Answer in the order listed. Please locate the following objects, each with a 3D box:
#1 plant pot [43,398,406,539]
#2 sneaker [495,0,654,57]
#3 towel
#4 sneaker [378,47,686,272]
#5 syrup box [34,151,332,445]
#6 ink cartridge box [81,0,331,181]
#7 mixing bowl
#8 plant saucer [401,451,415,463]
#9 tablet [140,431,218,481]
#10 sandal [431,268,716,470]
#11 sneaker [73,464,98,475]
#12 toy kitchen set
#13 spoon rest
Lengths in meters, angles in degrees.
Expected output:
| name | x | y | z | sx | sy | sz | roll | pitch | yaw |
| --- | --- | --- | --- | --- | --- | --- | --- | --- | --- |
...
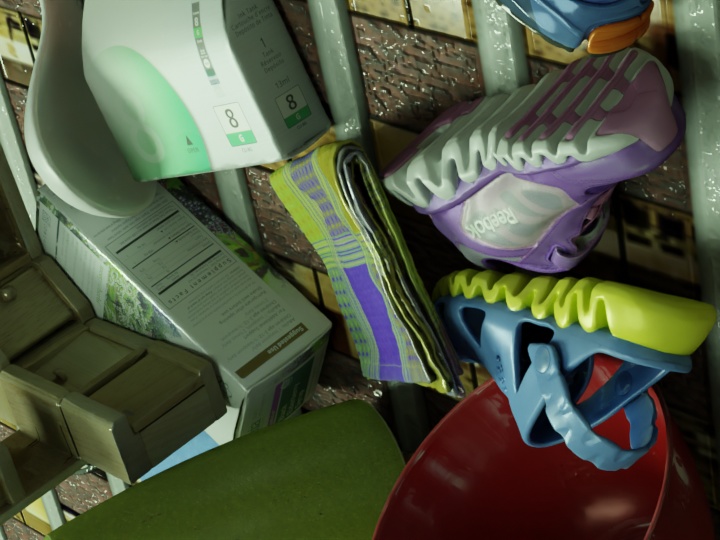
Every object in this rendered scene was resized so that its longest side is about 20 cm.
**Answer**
| name | x | y | z | sx | sy | sz | roll | pitch | yaw |
| --- | --- | --- | --- | --- | --- | --- | --- | --- | --- |
| plant pot | -0.081 | 0.183 | 1.116 | 0.187 | 0.198 | 0.189 | 173 | 90 | -72 |
| sneaker | 0.056 | -0.181 | 0.841 | 0.199 | 0.075 | 0.079 | 34 | 134 | 15 |
| towel | 0.000 | 0.000 | 1.035 | 0.144 | 0.023 | 0.200 | 65 | 169 | -6 |
| sneaker | 0.094 | -0.043 | 0.906 | 0.089 | 0.080 | 0.200 | 54 | 153 | -13 |
| syrup box | -0.116 | 0.014 | 1.209 | 0.200 | 0.081 | 0.079 | 41 | 147 | 18 |
| ink cartridge box | -0.117 | -0.153 | 1.093 | 0.160 | 0.050 | 0.201 | -3 | 119 | 52 |
| mixing bowl | 0.110 | 0.151 | 0.980 | 0.108 | 0.201 | 0.199 | 39 | 156 | -29 |
| plant saucer | 0.074 | 0.188 | 1.168 | 0.200 | 0.035 | 0.201 | 32 | 140 | 31 |
| tablet | -0.087 | 0.190 | 1.276 | 0.130 | 0.014 | 0.201 | -32 | 83 | 53 |
| sandal | 0.092 | 0.047 | 0.943 | 0.200 | 0.079 | 0.088 | 6 | 84 | 64 |
| sneaker | -0.190 | 0.085 | 1.281 | 0.199 | 0.074 | 0.089 | -6 | 109 | 58 |
| toy kitchen set | -0.222 | 0.037 | 1.139 | 0.199 | 0.163 | 0.182 | 17 | 133 | 45 |
| spoon rest | -0.188 | -0.120 | 1.180 | 0.061 | 0.099 | 0.201 | -39 | 73 | 31 |
